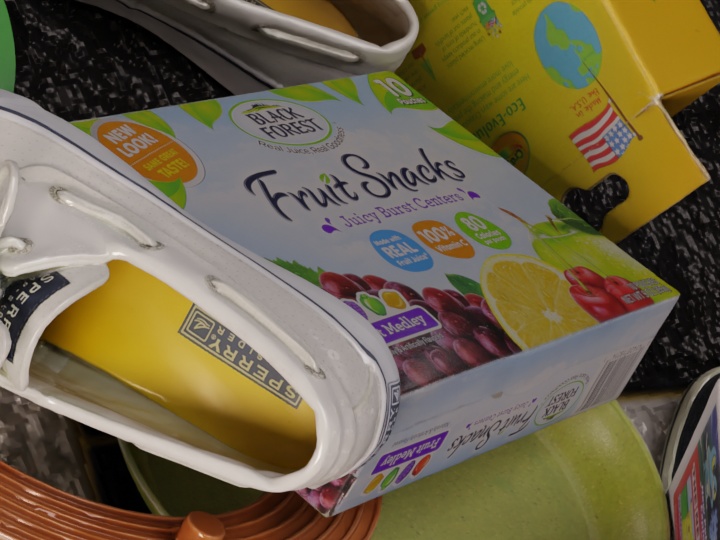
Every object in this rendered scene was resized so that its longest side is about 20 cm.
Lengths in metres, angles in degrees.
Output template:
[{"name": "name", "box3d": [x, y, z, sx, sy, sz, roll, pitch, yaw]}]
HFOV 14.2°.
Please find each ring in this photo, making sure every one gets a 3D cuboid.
[{"name": "ring", "box3d": [-0.083, 0.031, 0.894, 0.200, 0.019, 0.201, 22, 26, -11]}]

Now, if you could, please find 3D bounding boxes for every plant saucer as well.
[{"name": "plant saucer", "box3d": [0.007, 0.068, 0.970, 0.199, 0.031, 0.200, 15, 37, -12]}]

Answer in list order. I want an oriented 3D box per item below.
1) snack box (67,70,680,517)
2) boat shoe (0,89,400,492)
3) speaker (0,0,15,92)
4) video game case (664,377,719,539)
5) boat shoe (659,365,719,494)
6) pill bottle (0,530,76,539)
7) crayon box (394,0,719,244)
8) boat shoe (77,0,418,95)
[{"name": "snack box", "box3d": [0.000, 0.000, 0.950, 0.142, 0.053, 0.200, 38, 25, 20]}, {"name": "boat shoe", "box3d": [-0.090, 0.008, 0.813, 0.202, 0.075, 0.086, 30, 16, 10]}, {"name": "speaker", "box3d": [-0.207, -0.054, 0.884, 0.200, 0.088, 0.089, -18, 77, -41]}, {"name": "video game case", "box3d": [0.119, 0.157, 0.938, 0.023, 0.182, 0.201, 0, 68, -2]}, {"name": "boat shoe", "box3d": [0.155, 0.123, 1.065, 0.074, 0.062, 0.201, 17, 56, -26]}, {"name": "pill bottle", "box3d": [-0.097, 0.181, 0.817, 0.111, 0.111, 0.201, 2, 64, -35]}, {"name": "crayon box", "box3d": [0.055, -0.099, 1.071, 0.051, 0.127, 0.200, -23, 82, -41]}, {"name": "boat shoe", "box3d": [-0.067, -0.122, 1.032, 0.200, 0.070, 0.071, 33, 51, -18]}]
